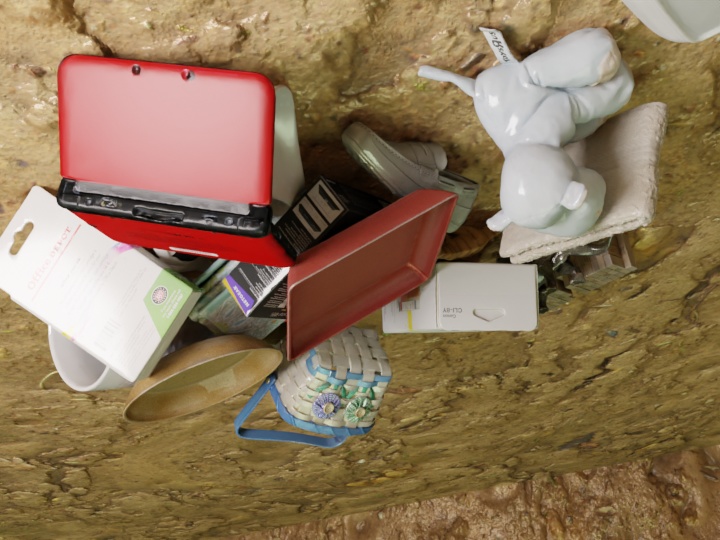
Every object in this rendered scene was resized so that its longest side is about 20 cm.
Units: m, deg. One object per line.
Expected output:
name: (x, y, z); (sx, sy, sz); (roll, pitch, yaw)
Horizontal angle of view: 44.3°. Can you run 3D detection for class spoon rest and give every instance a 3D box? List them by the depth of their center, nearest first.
spoon rest: (-0.087, -0.105, 0.862); (0.060, 0.101, 0.200); (24, 162, 6)

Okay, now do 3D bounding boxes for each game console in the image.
game console: (-0.156, -0.091, 0.786); (0.196, 0.121, 0.172); (9, 167, 13)

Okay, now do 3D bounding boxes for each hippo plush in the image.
hippo plush: (0.183, -0.121, 0.820); (0.158, 0.163, 0.199); (-26, 151, 33)

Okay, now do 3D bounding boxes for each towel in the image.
towel: (0.228, -0.085, 0.916); (0.034, 0.135, 0.199); (27, 155, -29)
towel: (-0.108, 0.006, 1.050); (0.199, 0.048, 0.171); (-40, 158, -4)

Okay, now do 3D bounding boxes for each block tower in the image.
block tower: (0.293, 0.010, 1.266); (0.057, 0.055, 0.199); (13, 146, -41)

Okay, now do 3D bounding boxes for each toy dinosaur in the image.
toy dinosaur: (0.136, -0.037, 1.085); (0.198, 0.061, 0.105); (-22, -164, -35)
toy dinosaur: (0.241, -0.010, 1.173); (0.076, 0.104, 0.200); (8, 144, -31)

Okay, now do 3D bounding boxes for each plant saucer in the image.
plant saucer: (0.000, 0.000, 0.931); (0.198, 0.037, 0.200); (-29, 160, -17)
plant saucer: (-0.189, 0.123, 1.044); (0.197, 0.036, 0.201); (-23, 162, -8)

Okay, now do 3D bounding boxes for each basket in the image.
basket: (-0.062, 0.169, 1.206); (0.174, 0.140, 0.201); (10, 132, -31)

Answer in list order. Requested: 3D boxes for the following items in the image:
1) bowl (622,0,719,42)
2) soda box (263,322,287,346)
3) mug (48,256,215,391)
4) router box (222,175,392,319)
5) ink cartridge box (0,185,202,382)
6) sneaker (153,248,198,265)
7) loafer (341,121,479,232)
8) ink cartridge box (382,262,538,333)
bowl: (0.284, -0.257, 0.674); (0.198, 0.076, 0.199); (-24, 153, 31)
soda box: (-0.118, 0.078, 1.253); (0.196, 0.069, 0.064); (-3, 154, -12)
mug: (-0.252, 0.050, 1.069); (0.174, 0.149, 0.200); (2, 139, -49)
router box: (-0.038, -0.016, 0.977); (0.157, 0.052, 0.199); (-45, 160, 14)
ink cartridge box: (-0.282, 0.013, 0.935); (0.199, 0.118, 0.067); (34, 179, 1)
sneaker: (-0.171, -0.069, 0.915); (0.110, 0.074, 0.201); (-11, 154, 8)
loafer: (0.056, -0.109, 0.934); (0.070, 0.070, 0.199); (-53, 138, 7)
ink cartridge box: (0.126, 0.038, 1.158); (0.143, 0.085, 0.200); (1, 176, -18)
